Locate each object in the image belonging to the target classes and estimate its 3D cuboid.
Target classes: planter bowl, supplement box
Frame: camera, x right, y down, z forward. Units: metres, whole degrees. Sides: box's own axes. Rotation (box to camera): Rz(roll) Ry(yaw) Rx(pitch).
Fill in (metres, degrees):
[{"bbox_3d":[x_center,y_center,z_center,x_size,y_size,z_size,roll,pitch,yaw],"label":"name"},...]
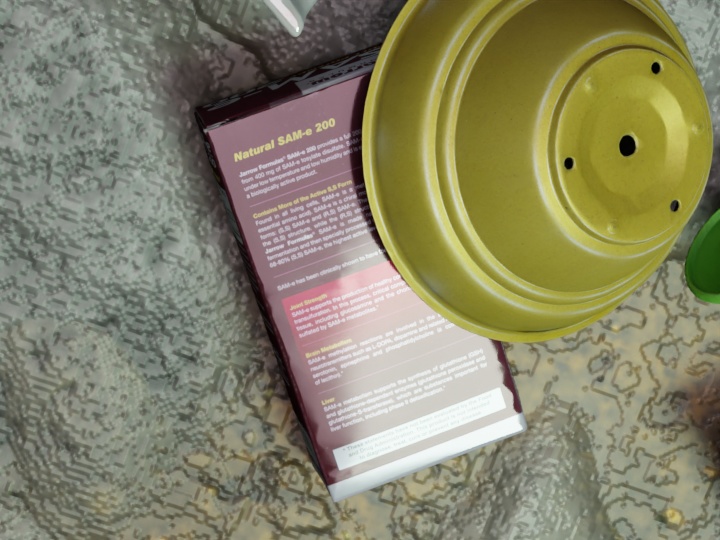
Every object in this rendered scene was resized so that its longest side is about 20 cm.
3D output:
[{"bbox_3d":[0.106,-0.061,1.084,0.199,0.083,0.202,-3,97,-30],"label":"planter bowl"},{"bbox_3d":[0.000,0.000,1.129,0.108,0.061,0.201,-19,106,-6],"label":"supplement box"}]

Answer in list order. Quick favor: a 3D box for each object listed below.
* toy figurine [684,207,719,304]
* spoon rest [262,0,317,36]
[{"bbox_3d":[0.293,0.006,1.153,0.200,0.150,0.184,-38,116,9],"label":"toy figurine"},{"bbox_3d":[0.032,-0.191,1.086,0.200,0.061,0.100,-38,99,4],"label":"spoon rest"}]
